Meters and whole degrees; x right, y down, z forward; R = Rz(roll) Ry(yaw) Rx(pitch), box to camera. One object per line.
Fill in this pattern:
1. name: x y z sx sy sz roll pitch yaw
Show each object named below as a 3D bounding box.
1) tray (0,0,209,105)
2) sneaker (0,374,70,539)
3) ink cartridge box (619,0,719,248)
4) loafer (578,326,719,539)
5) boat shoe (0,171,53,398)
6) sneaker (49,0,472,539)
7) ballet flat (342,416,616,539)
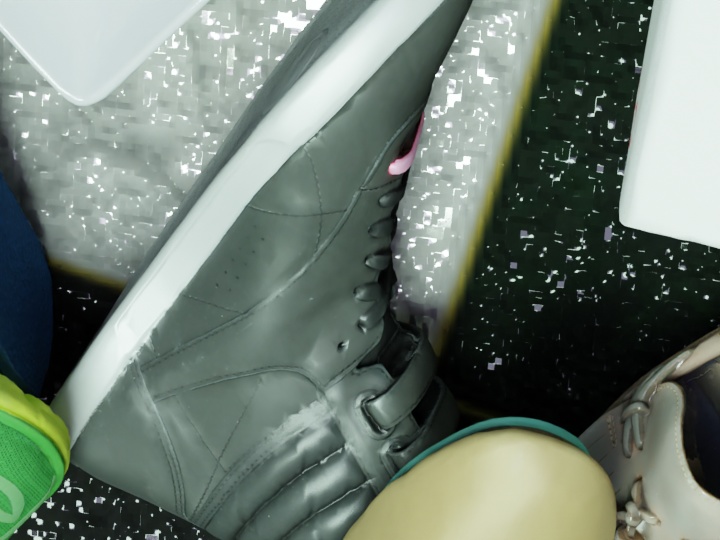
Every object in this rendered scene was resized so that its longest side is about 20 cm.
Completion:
1. tray: -0.100 -0.146 0.747 0.107 0.022 0.200 -40 99 21
2. sneaker: -0.142 0.087 0.828 0.074 0.084 0.200 26 138 -18
3. ink cartridge box: 0.121 -0.114 0.696 0.084 0.146 0.201 12 112 5
4. loafer: 0.106 0.040 0.793 0.200 0.063 0.072 -40 68 20
5. boat shoe: -0.141 -0.024 0.783 0.068 0.084 0.200 -6 133 13
6. sneaker: 0.000 0.000 0.807 0.099 0.071 0.200 34 119 -5
7. ballet flat: 0.012 0.111 0.805 0.068 0.063 0.200 20 143 -12
